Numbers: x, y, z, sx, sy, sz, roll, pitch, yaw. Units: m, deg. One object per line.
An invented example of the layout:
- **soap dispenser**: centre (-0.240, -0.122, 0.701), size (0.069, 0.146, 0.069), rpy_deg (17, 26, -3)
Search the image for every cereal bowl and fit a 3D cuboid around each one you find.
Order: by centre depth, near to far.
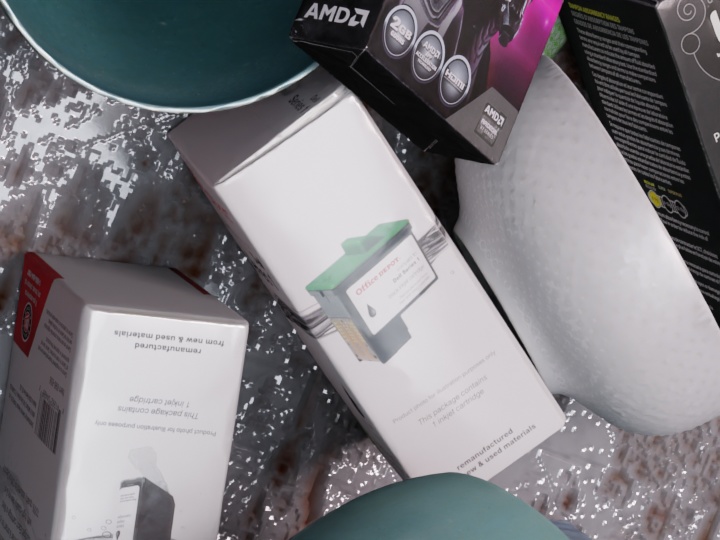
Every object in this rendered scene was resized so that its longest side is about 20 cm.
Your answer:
- **cereal bowl**: centre (0.103, -0.001, 1.463), size (0.083, 0.200, 0.201), rpy_deg (-30, 107, -2)

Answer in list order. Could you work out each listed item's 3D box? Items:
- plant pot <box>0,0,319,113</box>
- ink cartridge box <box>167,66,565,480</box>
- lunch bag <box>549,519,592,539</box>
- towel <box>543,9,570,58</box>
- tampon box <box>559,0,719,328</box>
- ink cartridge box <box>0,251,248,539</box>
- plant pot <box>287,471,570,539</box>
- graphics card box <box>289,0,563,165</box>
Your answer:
- **plant pot**: centre (-0.094, -0.181, 1.398), size (0.199, 0.135, 0.201), rpy_deg (-3, 100, -17)
- **ink cartridge box**: centre (0.000, 0.000, 1.455), size (0.084, 0.146, 0.200), rpy_deg (-35, 107, -3)
- **lunch bag**: centre (0.101, 0.239, 1.517), size (0.127, 0.170, 0.201), rpy_deg (13, 95, -18)
- **towel**: centre (0.061, -0.178, 1.510), size (0.149, 0.031, 0.200), rpy_deg (43, 83, -22)
- **tampon box**: centre (0.209, -0.085, 1.505), size (0.149, 0.126, 0.201), rpy_deg (-27, 112, -15)
- **ink cartridge box**: centre (-0.123, 0.105, 1.435), size (0.083, 0.144, 0.201), rpy_deg (7, 98, -19)
- **plant pot**: centre (0.028, 0.188, 1.348), size (0.161, 0.200, 0.201), rpy_deg (-46, 110, -23)
- **graphics card box**: centre (0.051, -0.164, 1.367), size (0.125, 0.051, 0.201), rpy_deg (38, 71, -50)
